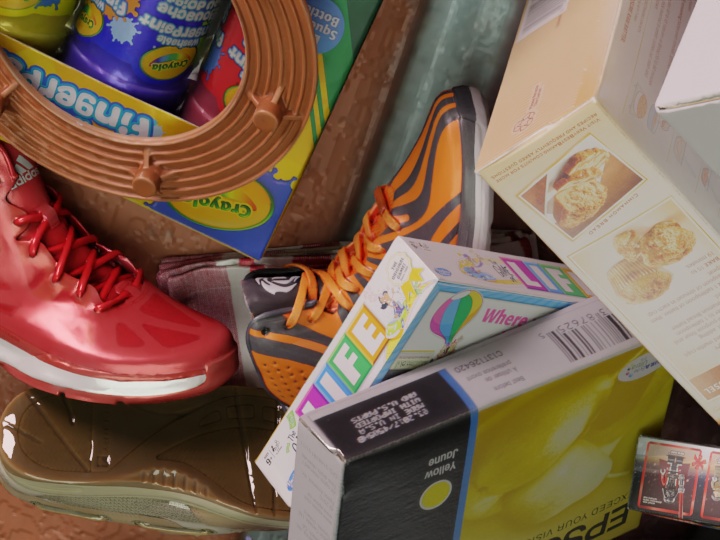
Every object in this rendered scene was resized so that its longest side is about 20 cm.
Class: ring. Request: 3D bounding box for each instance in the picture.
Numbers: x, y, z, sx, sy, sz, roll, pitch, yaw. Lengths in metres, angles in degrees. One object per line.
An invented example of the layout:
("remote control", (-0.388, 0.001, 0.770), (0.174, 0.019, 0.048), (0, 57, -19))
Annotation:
("ring", (-0.115, -0.109, 1.242), (0.199, 0.019, 0.201), (11, 132, 13))

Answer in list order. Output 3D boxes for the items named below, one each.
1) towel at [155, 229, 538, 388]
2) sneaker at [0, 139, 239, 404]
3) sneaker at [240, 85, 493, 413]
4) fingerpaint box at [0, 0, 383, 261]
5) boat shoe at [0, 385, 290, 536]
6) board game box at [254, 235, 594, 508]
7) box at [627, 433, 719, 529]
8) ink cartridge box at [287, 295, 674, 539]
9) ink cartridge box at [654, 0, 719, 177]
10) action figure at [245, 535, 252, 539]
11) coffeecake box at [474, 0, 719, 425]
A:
("towel", (0.001, 0.053, 1.404), (0.198, 0.023, 0.145), (-6, 113, 11))
("sneaker", (-0.153, -0.008, 1.360), (0.198, 0.078, 0.116), (11, 114, 13))
("sneaker", (0.000, 0.000, 1.318), (0.111, 0.078, 0.201), (8, 116, -6))
("fingerpaint box", (-0.100, -0.125, 1.313), (0.199, 0.073, 0.168), (26, 115, -3))
("boat shoe", (-0.088, 0.103, 1.396), (0.198, 0.073, 0.065), (5, 152, -7))
("board game box", (0.059, 0.057, 1.304), (0.034, 0.199, 0.135), (48, 115, 36))
("box", (0.244, 0.117, 1.298), (0.199, 0.137, 0.040), (8, 85, 28))
("ink cartridge box", (0.054, 0.116, 1.294), (0.197, 0.047, 0.201), (-22, 137, -28))
("ink cartridge box", (0.236, -0.074, 1.195), (0.084, 0.147, 0.200), (-9, 138, 47))
("action figure", (-0.060, 0.180, 1.426), (0.192, 0.105, 0.201), (-8, 137, 7))
("coffeecake box", (0.155, -0.039, 1.248), (0.073, 0.154, 0.200), (-31, 115, 33))
